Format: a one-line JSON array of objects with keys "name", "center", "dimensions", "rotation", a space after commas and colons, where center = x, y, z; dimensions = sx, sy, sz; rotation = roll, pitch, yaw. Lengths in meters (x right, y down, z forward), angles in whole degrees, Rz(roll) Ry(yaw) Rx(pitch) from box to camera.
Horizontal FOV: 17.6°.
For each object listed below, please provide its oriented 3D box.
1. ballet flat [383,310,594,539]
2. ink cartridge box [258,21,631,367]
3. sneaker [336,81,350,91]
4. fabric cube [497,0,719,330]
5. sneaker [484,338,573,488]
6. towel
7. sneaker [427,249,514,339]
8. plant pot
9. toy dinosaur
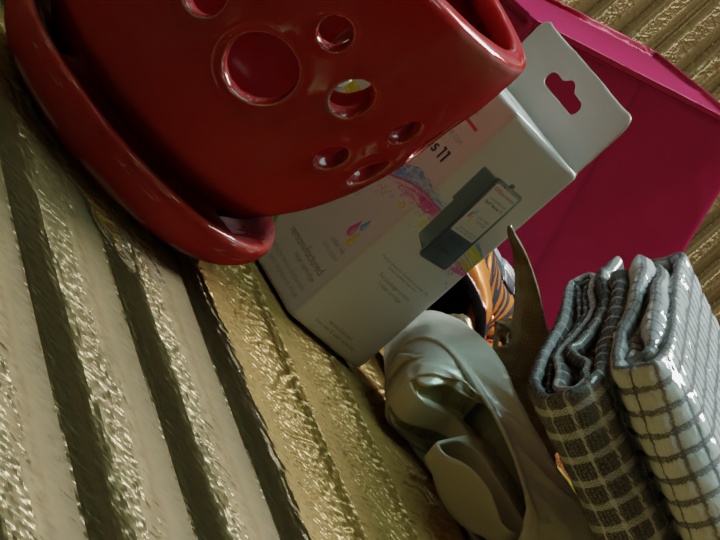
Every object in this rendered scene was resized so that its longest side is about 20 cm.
[{"name": "ballet flat", "center": [0.052, 0.085, 1.192], "dimensions": [0.069, 0.069, 0.200], "rotation": [40, 12, -49]}, {"name": "ink cartridge box", "center": [0.034, -0.059, 1.246], "dimensions": [0.067, 0.200, 0.117], "rotation": [42, 10, -42]}, {"name": "sneaker", "center": [-0.013, -0.091, 1.474], "dimensions": [0.200, 0.116, 0.074], "rotation": [52, 6, 12]}, {"name": "fabric cube", "center": [0.122, -0.082, 1.657], "dimensions": [0.200, 0.200, 0.196], "rotation": [24, 15, -22]}, {"name": "sneaker", "center": [0.101, 0.116, 1.338], "dimensions": [0.077, 0.073, 0.200], "rotation": [10, 30, -42]}, {"name": "towel", "center": [0.152, 0.091, 1.173], "dimensions": [0.166, 0.085, 0.200], "rotation": [64, 16, -12]}, {"name": "sneaker", "center": [0.058, 0.028, 1.480], "dimensions": [0.200, 0.077, 0.112], "rotation": [69, 22, -45]}, {"name": "plant pot", "center": [-0.052, -0.116, 1.074], "dimensions": [0.200, 0.182, 0.200], "rotation": [49, 12, -14]}, {"name": "toy dinosaur", "center": [0.089, 0.051, 1.260], "dimensions": [0.101, 0.058, 0.200], "rotation": [26, -51, 54]}]
